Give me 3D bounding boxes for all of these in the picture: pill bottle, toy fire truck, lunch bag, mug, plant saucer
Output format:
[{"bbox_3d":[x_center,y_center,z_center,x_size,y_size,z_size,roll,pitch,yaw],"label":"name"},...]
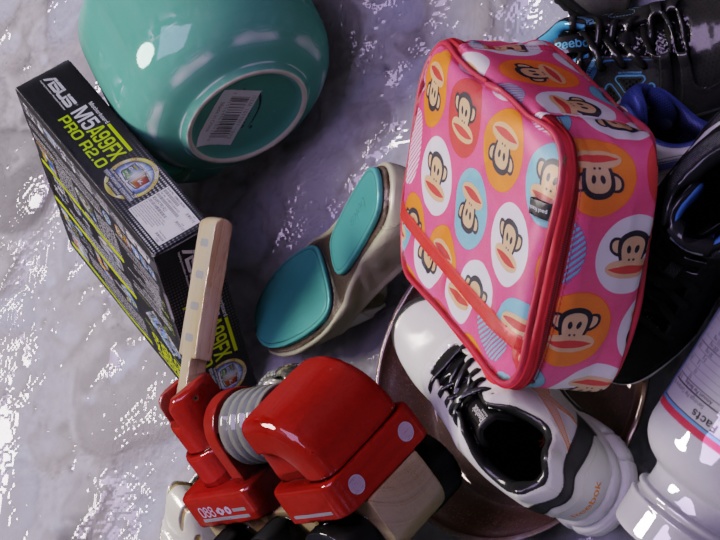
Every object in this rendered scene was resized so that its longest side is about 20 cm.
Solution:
[{"bbox_3d":[0.224,0.070,1.300,0.109,0.109,0.200,40,103,40],"label":"pill bottle"},{"bbox_3d":[-0.051,0.076,1.433,0.129,0.200,0.176,-44,17,-32],"label":"toy fire truck"},{"bbox_3d":[0.087,-0.022,1.333,0.200,0.082,0.177,-129,44,-59],"label":"lunch bag"},{"bbox_3d":[-0.093,-0.133,1.620,0.152,0.185,0.115,-31,58,0],"label":"mug"},{"bbox_3d":[0.097,0.066,1.456,0.200,0.037,0.201,-15,67,37],"label":"plant saucer"}]

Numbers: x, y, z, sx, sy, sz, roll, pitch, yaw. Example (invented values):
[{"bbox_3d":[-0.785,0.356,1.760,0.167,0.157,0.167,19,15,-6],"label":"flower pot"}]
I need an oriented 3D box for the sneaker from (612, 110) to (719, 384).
[{"bbox_3d":[0.168,-0.011,1.304,0.073,0.112,0.200,34,113,7],"label":"sneaker"}]

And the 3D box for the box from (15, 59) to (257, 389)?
[{"bbox_3d":[-0.149,-0.024,1.613,0.044,0.160,0.200,-30,49,-14],"label":"box"}]

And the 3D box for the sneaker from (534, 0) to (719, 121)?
[{"bbox_3d":[0.160,-0.121,1.434,0.200,0.082,0.073,-23,59,31],"label":"sneaker"}]

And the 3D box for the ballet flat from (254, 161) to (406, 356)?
[{"bbox_3d":[0.000,0.000,1.532,0.200,0.069,0.070,-46,47,51],"label":"ballet flat"}]

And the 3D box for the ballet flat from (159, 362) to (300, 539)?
[{"bbox_3d":[-0.087,0.136,1.565,0.200,0.072,0.072,-52,50,14],"label":"ballet flat"}]

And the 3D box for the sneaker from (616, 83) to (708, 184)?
[{"bbox_3d":[0.152,-0.070,1.412,0.200,0.075,0.088,7,115,33],"label":"sneaker"}]

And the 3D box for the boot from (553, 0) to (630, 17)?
[{"bbox_3d":[0.140,-0.252,1.443,0.130,0.068,0.200,-24,100,34],"label":"boot"}]

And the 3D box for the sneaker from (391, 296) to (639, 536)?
[{"bbox_3d":[0.077,0.072,1.396,0.200,0.080,0.074,43,106,41],"label":"sneaker"}]
